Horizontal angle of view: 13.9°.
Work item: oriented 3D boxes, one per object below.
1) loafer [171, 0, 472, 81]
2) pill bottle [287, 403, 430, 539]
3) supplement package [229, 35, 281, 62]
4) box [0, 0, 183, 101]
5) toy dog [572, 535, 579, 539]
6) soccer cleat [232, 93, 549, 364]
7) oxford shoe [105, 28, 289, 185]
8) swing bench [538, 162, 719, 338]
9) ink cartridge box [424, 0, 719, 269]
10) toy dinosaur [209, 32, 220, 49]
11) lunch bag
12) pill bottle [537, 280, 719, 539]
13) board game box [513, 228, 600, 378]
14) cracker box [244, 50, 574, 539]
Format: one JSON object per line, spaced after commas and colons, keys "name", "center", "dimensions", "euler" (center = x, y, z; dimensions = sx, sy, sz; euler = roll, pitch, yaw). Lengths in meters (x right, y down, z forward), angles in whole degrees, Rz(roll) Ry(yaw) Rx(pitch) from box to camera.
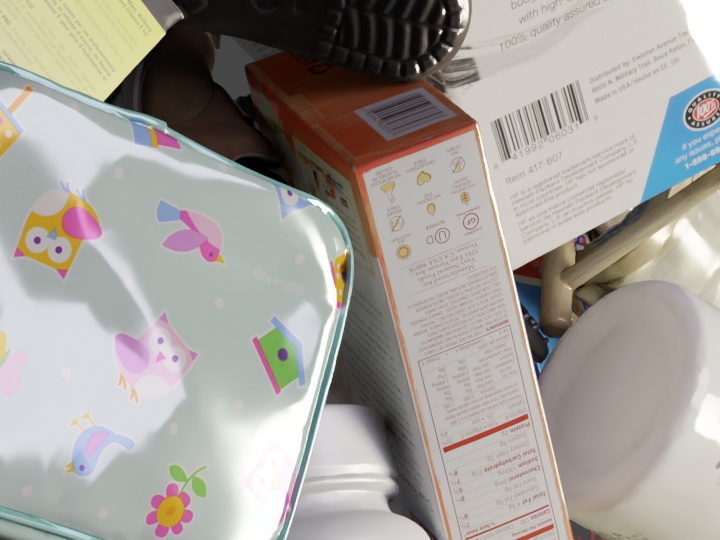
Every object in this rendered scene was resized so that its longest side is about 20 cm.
{"name": "loafer", "center": [-0.052, -0.130, 1.161], "dimensions": [0.199, 0.073, 0.071], "euler": [23, 24, -3]}
{"name": "pill bottle", "center": [-0.017, 0.161, 1.151], "dimensions": [0.114, 0.114, 0.201], "euler": [11, 63, -55]}
{"name": "supplement package", "center": [-0.030, -0.191, 1.331], "dimensions": [0.200, 0.121, 0.120], "euler": [44, 39, -36]}
{"name": "box", "center": [-0.154, -0.052, 1.050], "dimensions": [0.075, 0.050, 0.200], "euler": [52, 60, -25]}
{"name": "toy dog", "center": [0.093, 0.172, 1.297], "dimensions": [0.200, 0.139, 0.195], "euler": [26, 42, -48]}
{"name": "soccer cleat", "center": [0.000, 0.000, 1.298], "dimensions": [0.200, 0.073, 0.068], "euler": [34, 9, -33]}
{"name": "oxford shoe", "center": [-0.072, -0.044, 1.188], "dimensions": [0.084, 0.073, 0.200], "euler": [18, 28, -7]}
{"name": "swing bench", "center": [0.173, -0.017, 1.453], "dimensions": [0.199, 0.130, 0.200], "euler": [43, 21, -35]}
{"name": "ink cartridge box", "center": [0.080, -0.124, 1.269], "dimensions": [0.084, 0.146, 0.201], "euler": [44, -23, 56]}
{"name": "toy dinosaur", "center": [-0.109, -0.171, 1.222], "dimensions": [0.200, 0.101, 0.058], "euler": [24, 29, -45]}
{"name": "lunch bag", "center": [-0.106, 0.025, 1.003], "dimensions": [0.199, 0.077, 0.161], "euler": [22, 76, -34]}
{"name": "pill bottle", "center": [0.181, 0.095, 1.341], "dimensions": [0.200, 0.114, 0.115], "euler": [30, 47, -30]}
{"name": "board game box", "center": [0.109, 0.012, 1.504], "dimensions": [0.200, 0.040, 0.154], "euler": [-17, 86, -59]}
{"name": "cracker box", "center": [0.020, 0.016, 1.197], "dimensions": [0.134, 0.057, 0.201], "euler": [-135, -152, -60]}
